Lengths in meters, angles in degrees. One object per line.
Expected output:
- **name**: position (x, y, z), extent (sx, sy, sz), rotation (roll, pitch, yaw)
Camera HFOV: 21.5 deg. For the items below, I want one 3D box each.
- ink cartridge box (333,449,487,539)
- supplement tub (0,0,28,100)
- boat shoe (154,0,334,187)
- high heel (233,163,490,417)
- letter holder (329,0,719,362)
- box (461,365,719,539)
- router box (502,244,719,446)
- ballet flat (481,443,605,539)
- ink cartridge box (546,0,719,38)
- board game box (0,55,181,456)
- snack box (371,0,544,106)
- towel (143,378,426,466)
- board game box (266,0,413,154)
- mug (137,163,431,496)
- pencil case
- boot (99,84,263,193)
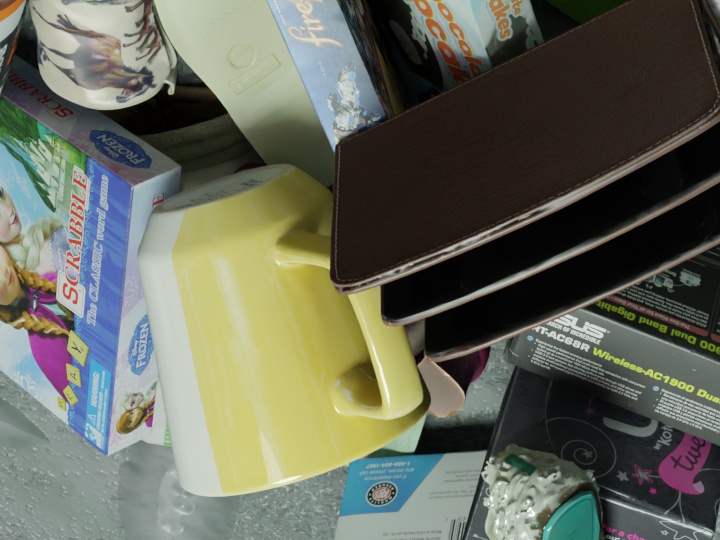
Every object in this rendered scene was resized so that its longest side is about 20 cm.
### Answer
- **ink cartridge box**: position (0.067, 0.241, 1.245), extent (0.146, 0.200, 0.146), rotation (-7, 142, 28)
- **supplement tub**: position (-0.230, -0.151, 1.013), extent (0.107, 0.107, 0.200), rotation (28, 148, -4)
- **boat shoe**: position (-0.064, -0.136, 1.061), extent (0.074, 0.063, 0.202), rotation (-27, 125, 5)
- **high heel**: position (0.000, 0.000, 1.160), extent (0.067, 0.096, 0.200), rotation (-35, 104, 26)
- **letter holder**: position (0.095, -0.030, 0.902), extent (0.200, 0.142, 0.101), rotation (-25, 119, 16)
- **box**: position (0.146, 0.091, 1.094), extent (0.132, 0.200, 0.115), rotation (17, 136, 6)
- **router box**: position (0.193, 0.016, 1.042), extent (0.200, 0.150, 0.062), rotation (21, 136, 3)
- **ballet flat**: position (0.099, 0.167, 1.008), extent (0.072, 0.072, 0.200), rotation (6, 130, 17)
- **ink cartridge box**: position (0.157, -0.139, 0.967), extent (0.200, 0.076, 0.148), rotation (34, 134, -11)
- **board game box**: position (-0.199, -0.020, 1.165), extent (0.199, 0.041, 0.200), rotation (33, 130, 31)
- **snack box**: position (0.050, -0.132, 1.002), extent (0.116, 0.037, 0.200), rotation (34, 154, 52)
- **towel**: position (-0.058, 0.094, 1.259), extent (0.199, 0.023, 0.153), rotation (10, 153, 1)
- **board game box**: position (-0.008, -0.118, 1.012), extent (0.035, 0.136, 0.200), rotation (-18, 124, 9)
- **mug**: position (-0.038, 0.022, 1.049), extent (0.186, 0.149, 0.154), rotation (-12, 102, 28)
- **pencil case**: position (-0.146, -0.185, 1.048), extent (0.089, 0.078, 0.200), rotation (9, 133, 12)
- **boot**: position (-0.137, -0.037, 1.186), extent (0.199, 0.072, 0.155), rotation (-7, 128, 21)
